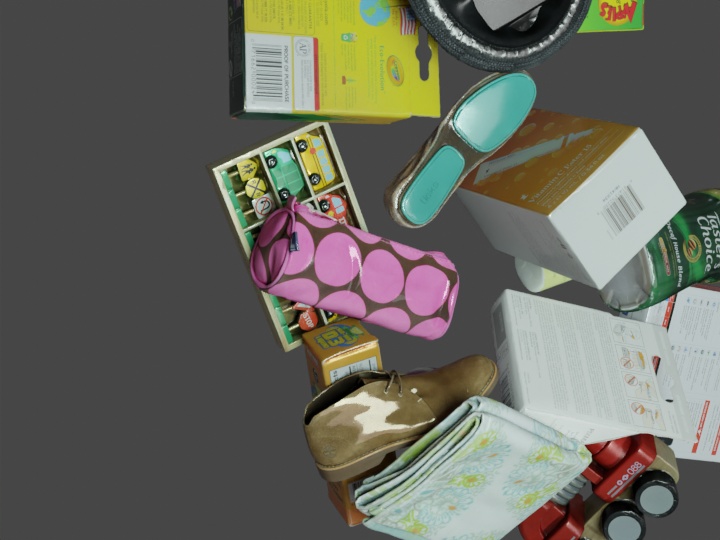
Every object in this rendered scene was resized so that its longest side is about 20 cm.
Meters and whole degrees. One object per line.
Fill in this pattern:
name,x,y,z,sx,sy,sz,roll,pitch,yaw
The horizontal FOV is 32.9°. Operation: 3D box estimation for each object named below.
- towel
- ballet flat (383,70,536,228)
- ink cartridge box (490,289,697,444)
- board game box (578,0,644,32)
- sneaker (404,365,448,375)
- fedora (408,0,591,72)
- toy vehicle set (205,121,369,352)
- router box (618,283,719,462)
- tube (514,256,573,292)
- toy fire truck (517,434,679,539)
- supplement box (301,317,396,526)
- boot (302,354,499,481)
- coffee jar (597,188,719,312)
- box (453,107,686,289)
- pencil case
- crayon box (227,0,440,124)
towel,0.110,0.205,1.174,0.171,0.048,0.200,-41,138,21
ballet flat,0.092,-0.127,1.216,0.200,0.067,0.068,-45,109,-9
ink cartridge box,0.239,0.111,1.275,0.199,0.162,0.050,14,134,-17
board game box,0.192,-0.291,1.233,0.199,0.048,0.102,-7,105,-22
sneaker,0.097,0.186,1.292,0.088,0.080,0.202,-22,118,-44
fedora,0.117,-0.284,1.125,0.199,0.092,0.202,-3,104,-12
toy vehicle set,-0.058,-0.035,1.193,0.124,0.026,0.201,-27,112,-16
router box,0.370,0.115,1.406,0.178,0.049,0.201,10,98,-26
tube,0.260,-0.031,1.326,0.199,0.052,0.058,-19,148,-27
toy fire truck,0.219,0.222,1.312,0.200,0.129,0.176,38,112,-7
supplement box,-0.008,0.152,1.223,0.068,0.067,0.201,-15,116,-18
boot,0.039,0.122,1.155,0.199,0.074,0.076,-27,113,-9
coffee jar,0.337,-0.026,1.303,0.199,0.085,0.105,-15,90,-38
box,0.198,-0.077,1.200,0.124,0.200,0.098,-44,115,-9
pencil case,0.000,0.000,1.166,0.199,0.091,0.094,18,88,-29
crayon box,-0.024,-0.203,1.142,0.199,0.051,0.128,0,89,-24
